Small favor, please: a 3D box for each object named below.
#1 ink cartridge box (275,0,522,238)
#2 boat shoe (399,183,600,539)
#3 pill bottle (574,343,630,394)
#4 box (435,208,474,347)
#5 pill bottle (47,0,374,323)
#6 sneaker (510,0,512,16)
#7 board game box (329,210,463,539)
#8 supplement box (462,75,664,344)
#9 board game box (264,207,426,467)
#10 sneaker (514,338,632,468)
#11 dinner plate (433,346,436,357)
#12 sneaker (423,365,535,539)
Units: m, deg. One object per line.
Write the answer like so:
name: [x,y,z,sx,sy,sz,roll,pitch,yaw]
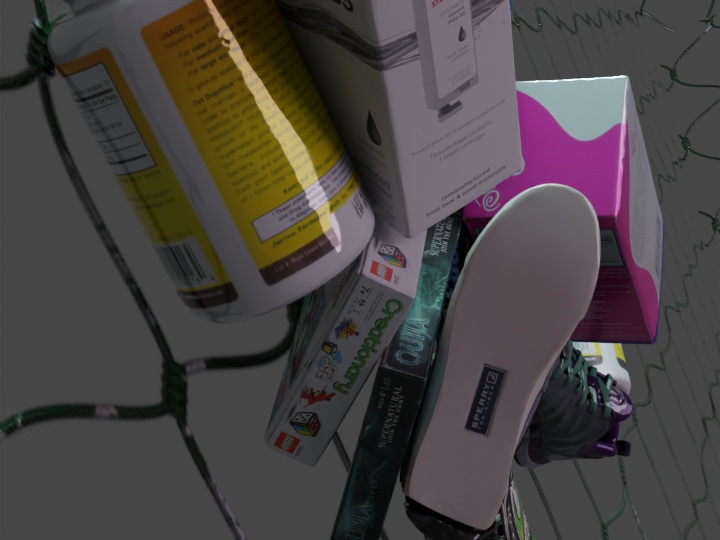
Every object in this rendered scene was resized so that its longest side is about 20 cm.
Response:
ink cartridge box: [0.001,-0.140,0.652,0.146,0.082,0.201,42,-24,39]
boat shoe: [0.070,0.049,0.741,0.093,0.074,0.202,162,-48,-85]
pill bottle: [0.163,0.025,1.163,0.111,0.110,0.202,35,41,-57]
box: [0.100,-0.006,0.987,0.200,0.049,0.202,-9,98,-71]
pill bottle: [-0.078,-0.084,0.639,0.202,0.108,0.109,64,21,-18]
sneaker: [0.035,-0.207,0.806,0.200,0.075,0.089,43,24,-59]
board game box: [0.023,0.061,0.778,0.201,0.028,0.137,-71,176,-61]
supplement box: [0.144,-0.034,0.891,0.200,0.102,0.102,57,39,-59]
board game box: [0.000,0.000,0.756,0.034,0.127,0.201,25,33,-7]
sneaker: [0.138,0.067,0.887,0.201,0.086,0.075,67,26,-54]
dinner plate: [0.032,-0.013,0.985,0.201,0.024,0.202,54,25,-40]
sneaker: [0.067,0.153,0.824,0.085,0.077,0.202,64,10,-73]
